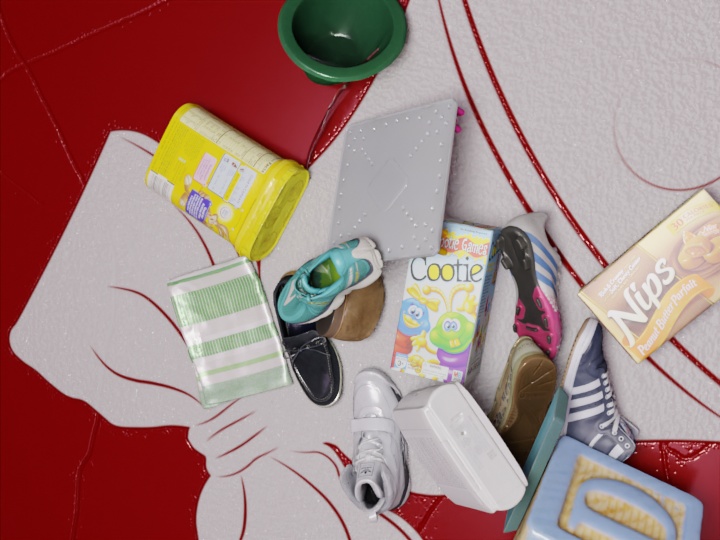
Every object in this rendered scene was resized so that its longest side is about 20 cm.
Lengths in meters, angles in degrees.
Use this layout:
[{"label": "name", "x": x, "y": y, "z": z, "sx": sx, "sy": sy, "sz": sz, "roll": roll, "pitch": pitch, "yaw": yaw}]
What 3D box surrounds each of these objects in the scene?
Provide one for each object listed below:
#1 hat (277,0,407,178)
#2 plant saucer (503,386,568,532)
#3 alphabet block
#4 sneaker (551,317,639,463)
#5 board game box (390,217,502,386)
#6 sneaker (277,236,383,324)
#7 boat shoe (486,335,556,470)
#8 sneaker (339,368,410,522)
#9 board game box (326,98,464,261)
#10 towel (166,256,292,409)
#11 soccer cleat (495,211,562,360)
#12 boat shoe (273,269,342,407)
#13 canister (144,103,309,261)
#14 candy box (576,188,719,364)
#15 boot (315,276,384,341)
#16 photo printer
[{"label": "hat", "x": -0.040, "y": -0.280, "z": 1.245, "sx": 0.200, "sy": 0.176, "sz": 0.166, "roll": -36, "pitch": 75, "yaw": -19}, {"label": "plant saucer", "x": 0.222, "y": 0.242, "z": 1.131, "sx": 0.019, "sy": 0.070, "sz": 0.201, "roll": 18, "pitch": 121, "yaw": 8}, {"label": "alphabet block", "x": 0.275, "y": 0.360, "z": 1.074, "sx": 0.195, "sy": 0.196, "sz": 0.201, "roll": 25, "pitch": 121, "yaw": 15}, {"label": "sneaker", "x": 0.308, "y": 0.164, "z": 1.137, "sx": 0.108, "sy": 0.070, "sz": 0.201, "roll": 16, "pitch": 108, "yaw": 20}, {"label": "board game box", "x": 0.115, "y": 0.036, "z": 1.174, "sx": 0.102, "sy": 0.105, "sz": 0.201, "roll": 12, "pitch": 97, "yaw": 17}, {"label": "sneaker", "x": -0.057, "y": 0.013, "z": 1.150, "sx": 0.200, "sy": 0.079, "sz": 0.078, "roll": -38, "pitch": 74, "yaw": 46}, {"label": "boat shoe", "x": 0.208, "y": 0.182, "z": 1.171, "sx": 0.073, "sy": 0.063, "sz": 0.201, "roll": 4, "pitch": 119, "yaw": -13}, {"label": "sneaker", "x": 0.018, "y": 0.238, "z": 1.215, "sx": 0.075, "sy": 0.115, "sz": 0.201, "roll": -8, "pitch": 92, "yaw": 18}, {"label": "board game box", "x": 0.043, "y": -0.106, "z": 1.153, "sx": 0.199, "sy": 0.026, "sz": 0.201, "roll": -5, "pitch": 71, "yaw": 46}, {"label": "towel", "x": -0.197, "y": 0.091, "z": 1.321, "sx": 0.152, "sy": 0.023, "sz": 0.201, "roll": -17, "pitch": 89, "yaw": 17}, {"label": "soccer cleat", "x": 0.234, "y": 0.020, "z": 1.155, "sx": 0.070, "sy": 0.086, "sz": 0.201, "roll": 7, "pitch": 121, "yaw": 46}, {"label": "boat shoe", "x": -0.078, "y": 0.099, "z": 1.264, "sx": 0.074, "sy": 0.062, "sz": 0.201, "roll": -14, "pitch": 91, "yaw": 16}, {"label": "canister", "x": -0.192, "y": -0.128, "z": 1.269, "sx": 0.199, "sy": 0.086, "sz": 0.149, "roll": 33, "pitch": 104, "yaw": 14}, {"label": "candy box", "x": 0.383, "y": 0.007, "z": 1.111, "sx": 0.200, "sy": 0.055, "sz": 0.116, "roll": -43, "pitch": 82, "yaw": 17}, {"label": "boot", "x": 0.000, "y": 0.000, "z": 1.238, "sx": 0.075, "sy": 0.074, "sz": 0.201, "roll": 16, "pitch": 87, "yaw": -26}, {"label": "photo printer", "x": 0.119, "y": 0.224, "z": 1.147, "sx": 0.069, "sy": 0.200, "sz": 0.167, "roll": -34, "pitch": 87, "yaw": -15}]
